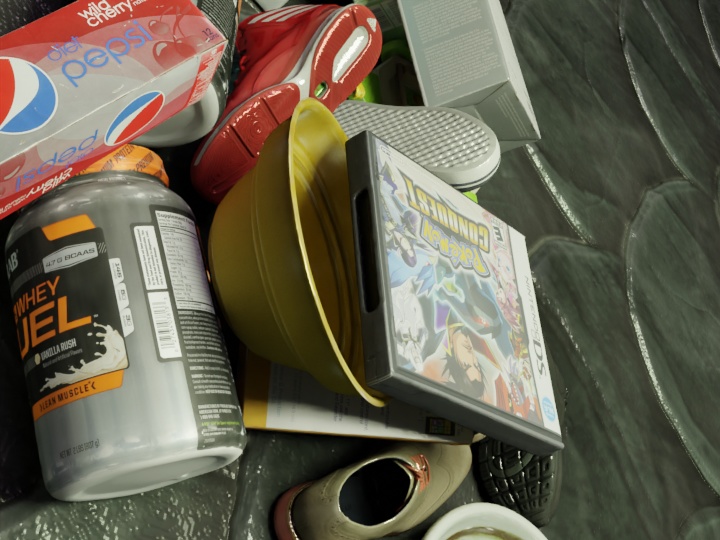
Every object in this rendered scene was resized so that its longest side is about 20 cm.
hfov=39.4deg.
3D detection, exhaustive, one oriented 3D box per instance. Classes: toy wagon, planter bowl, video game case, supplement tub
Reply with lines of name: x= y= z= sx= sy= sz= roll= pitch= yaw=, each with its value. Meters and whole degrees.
toy wagon: x=0.047 y=-0.141 z=0.948 sx=0.200 sy=0.039 sz=0.156 roll=20 pitch=54 yaw=-44
planter bowl: x=-0.043 y=-0.003 z=0.651 sx=0.200 sy=0.083 sz=0.201 roll=-14 pitch=90 yaw=-76
video game case: x=0.067 y=0.020 z=0.699 sx=0.200 sy=0.025 sz=0.182 roll=28 pitch=47 yaw=-43
supplement tub: x=-0.150 y=-0.203 z=0.753 sx=0.122 sy=0.122 sz=0.201 roll=25 pitch=51 yaw=-31
supplement tub: x=-0.150 y=0.031 z=0.623 sx=0.122 sy=0.122 sz=0.201 roll=0 pitch=67 yaw=-43

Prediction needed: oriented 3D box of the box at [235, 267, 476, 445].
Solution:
box: x=0.010 y=0.065 z=0.745 sx=0.199 sy=0.041 sz=0.120 roll=8 pitch=78 yaw=-18

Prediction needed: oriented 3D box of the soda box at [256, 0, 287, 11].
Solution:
soda box: x=-0.119 y=-0.331 z=0.894 sx=0.200 sy=0.068 sz=0.064 roll=45 pitch=44 yaw=-14

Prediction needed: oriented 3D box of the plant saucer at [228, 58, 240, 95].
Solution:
plant saucer: x=-0.065 y=-0.148 z=0.881 sx=0.199 sy=0.019 sz=0.070 roll=-7 pitch=73 yaw=-45

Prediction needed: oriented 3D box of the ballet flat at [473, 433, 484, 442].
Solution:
ballet flat: x=0.066 y=0.049 z=0.834 sx=0.046 sy=0.067 sz=0.201 roll=-35 pitch=110 yaw=-87

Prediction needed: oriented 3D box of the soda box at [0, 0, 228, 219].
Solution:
soda box: x=-0.174 y=-0.097 z=0.573 sx=0.070 sy=0.063 sz=0.200 roll=47 pitch=55 yaw=6

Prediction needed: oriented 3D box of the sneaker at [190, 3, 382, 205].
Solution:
sneaker: x=-0.079 y=-0.138 z=0.808 sx=0.200 sy=0.115 sz=0.078 roll=-46 pitch=130 yaw=-18

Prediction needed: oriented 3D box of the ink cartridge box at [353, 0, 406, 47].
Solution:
ink cartridge box: x=0.011 y=-0.318 z=0.979 sx=0.145 sy=0.048 sz=0.201 roll=30 pitch=45 yaw=-69

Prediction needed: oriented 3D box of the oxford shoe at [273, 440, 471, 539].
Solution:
oxford shoe: x=0.031 y=0.163 z=0.753 sx=0.200 sy=0.075 sz=0.071 roll=-17 pitch=80 yaw=-47

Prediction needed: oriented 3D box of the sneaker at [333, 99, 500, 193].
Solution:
sneaker: x=0.040 y=-0.087 z=0.822 sx=0.078 sy=0.200 sz=0.080 roll=-43 pitch=130 yaw=-23

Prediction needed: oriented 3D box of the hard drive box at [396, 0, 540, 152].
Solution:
hard drive box: x=0.089 y=-0.219 z=0.905 sx=0.156 sy=0.076 sz=0.201 roll=33 pitch=42 yaw=-67

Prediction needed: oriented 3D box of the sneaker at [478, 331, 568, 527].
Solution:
sneaker: x=0.151 y=0.124 z=0.885 sx=0.091 sy=0.076 sz=0.201 roll=23 pitch=57 yaw=-45

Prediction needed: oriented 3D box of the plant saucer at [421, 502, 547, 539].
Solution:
plant saucer: x=0.096 y=0.283 z=0.767 sx=0.200 sy=0.050 sz=0.201 roll=22 pitch=54 yaw=-33
